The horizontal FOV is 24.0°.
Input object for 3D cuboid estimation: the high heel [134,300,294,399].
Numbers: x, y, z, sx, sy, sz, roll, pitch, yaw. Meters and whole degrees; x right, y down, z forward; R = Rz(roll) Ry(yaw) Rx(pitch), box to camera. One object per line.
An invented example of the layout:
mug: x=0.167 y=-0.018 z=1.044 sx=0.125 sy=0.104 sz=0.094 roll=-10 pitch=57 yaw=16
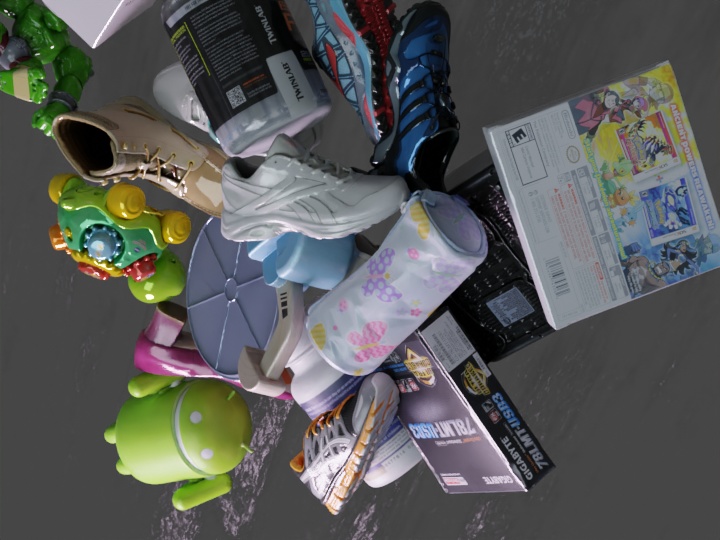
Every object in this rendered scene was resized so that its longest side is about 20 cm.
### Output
high heel: x=-0.170 y=0.118 z=1.994 sx=0.199 sy=0.067 sz=0.096 roll=31 pitch=121 yaw=7

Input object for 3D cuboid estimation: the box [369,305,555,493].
box: x=0.090 y=0.137 z=1.746 sx=0.199 sy=0.050 sz=0.200 roll=58 pitch=159 yaw=-6

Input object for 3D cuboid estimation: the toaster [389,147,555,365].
toaster: x=0.144 y=-0.019 z=1.695 sx=0.200 sy=0.119 sz=0.181 roll=-32 pitch=100 yaw=40

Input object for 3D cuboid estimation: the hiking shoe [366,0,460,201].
hiking shoe: x=0.069 y=-0.158 z=1.641 sx=0.086 sy=0.074 sz=0.201 roll=19 pitch=105 yaw=45

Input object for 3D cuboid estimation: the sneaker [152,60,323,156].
sneaker: x=-0.144 y=-0.163 z=1.788 sx=0.199 sy=0.089 sz=0.076 roll=19 pitch=129 yaw=19

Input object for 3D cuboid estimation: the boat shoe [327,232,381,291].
boat shoe: x=0.000 y=0.000 z=1.778 sx=0.059 sy=0.200 sz=0.072 roll=27 pitch=96 yaw=-27

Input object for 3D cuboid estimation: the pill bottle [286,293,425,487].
pill bottle: x=-0.007 y=0.130 z=1.882 sx=0.200 sy=0.120 sz=0.120 roll=49 pitch=131 yaw=-8

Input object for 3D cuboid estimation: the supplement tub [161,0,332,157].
supplement tub: x=-0.120 y=-0.224 z=1.691 sx=0.122 sy=0.122 sz=0.201 roll=-29 pitch=85 yaw=40

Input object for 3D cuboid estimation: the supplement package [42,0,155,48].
supplement package: x=-0.239 y=-0.347 z=1.700 sx=0.121 sy=0.120 sz=0.200 roll=43 pitch=132 yaw=-1

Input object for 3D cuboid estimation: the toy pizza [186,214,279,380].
toy pizza: x=-0.132 y=0.022 z=1.886 sx=0.200 sy=0.032 sz=0.202 roll=-5 pitch=84 yaw=53

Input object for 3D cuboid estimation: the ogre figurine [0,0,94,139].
ogre figurine: x=-0.367 y=-0.248 z=1.843 sx=0.199 sy=0.120 sz=0.098 roll=34 pitch=127 yaw=4

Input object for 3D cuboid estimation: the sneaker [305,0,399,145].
sneaker: x=-0.001 y=-0.216 z=1.693 sx=0.095 sy=0.079 sz=0.201 roll=7 pitch=121 yaw=47

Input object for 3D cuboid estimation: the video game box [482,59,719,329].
video game box: x=0.229 y=-0.071 z=1.572 sx=0.181 sy=0.047 sz=0.201 roll=-19 pitch=100 yaw=-1

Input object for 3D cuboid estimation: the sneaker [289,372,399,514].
sneaker: x=-0.020 y=0.176 z=1.794 sx=0.077 sy=0.078 sz=0.201 roll=34 pitch=130 yaw=11

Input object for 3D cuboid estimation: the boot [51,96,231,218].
boot: x=-0.221 y=-0.113 z=1.813 sx=0.200 sy=0.155 sz=0.073 roll=38 pitch=110 yaw=10

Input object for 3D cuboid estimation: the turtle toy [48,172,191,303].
turtle toy: x=-0.268 y=-0.033 z=1.918 sx=0.145 sy=0.102 sz=0.200 roll=11 pitch=166 yaw=43

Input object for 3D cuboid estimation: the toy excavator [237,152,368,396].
toy excavator: x=-0.068 y=0.005 z=1.739 sx=0.099 sy=0.201 sz=0.194 roll=17 pitch=142 yaw=-33

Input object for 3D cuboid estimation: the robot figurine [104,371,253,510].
robot figurine: x=-0.215 y=0.195 z=2.050 sx=0.199 sy=0.116 sz=0.177 roll=-13 pitch=100 yaw=35

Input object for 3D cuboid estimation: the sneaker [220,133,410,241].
sneaker: x=-0.052 y=-0.083 z=1.629 sx=0.199 sy=0.078 sz=0.100 roll=-5 pitch=107 yaw=19

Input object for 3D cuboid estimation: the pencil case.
pencil case: x=0.033 y=0.013 z=1.616 sx=0.090 sy=0.083 sz=0.200 roll=30 pitch=122 yaw=-19
